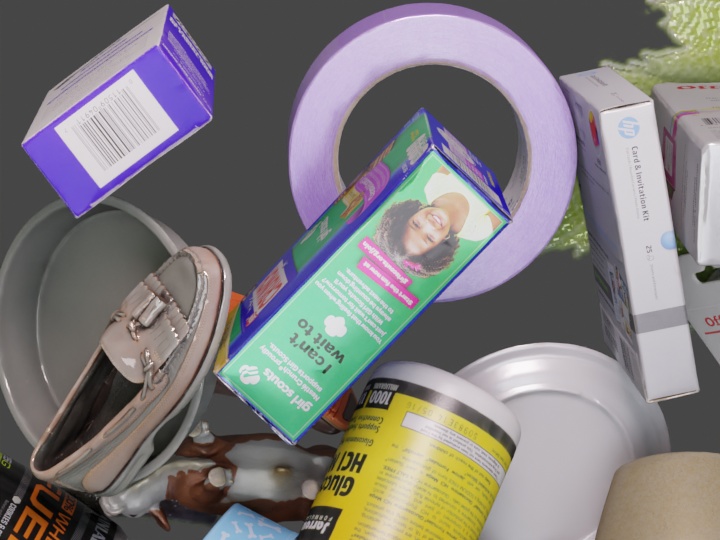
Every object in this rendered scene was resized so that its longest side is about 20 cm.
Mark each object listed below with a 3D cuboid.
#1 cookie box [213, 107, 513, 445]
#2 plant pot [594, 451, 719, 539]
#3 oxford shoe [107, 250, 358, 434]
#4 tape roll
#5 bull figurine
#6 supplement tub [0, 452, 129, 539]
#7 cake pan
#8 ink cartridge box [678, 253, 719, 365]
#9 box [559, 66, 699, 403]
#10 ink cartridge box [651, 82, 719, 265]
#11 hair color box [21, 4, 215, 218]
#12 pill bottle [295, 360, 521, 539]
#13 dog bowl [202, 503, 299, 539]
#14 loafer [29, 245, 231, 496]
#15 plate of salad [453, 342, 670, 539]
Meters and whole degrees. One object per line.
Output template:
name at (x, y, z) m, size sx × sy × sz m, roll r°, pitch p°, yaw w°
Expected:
cookie box at (0.000, 0.000, 1.427) m, size 0.075 × 0.171 × 0.200 m, roll 42°, pitch 98°, yaw -8°
plant pot at (0.227, 0.234, 1.513) m, size 0.186 × 0.188 × 0.201 m, roll 0°, pitch 67°, yaw -3°
oxford shoe at (-0.091, 0.060, 1.565) m, size 0.200 × 0.071 × 0.073 m, roll 37°, pitch 119°, yaw -5°
tape roll at (0.048, -0.082, 1.529) m, size 0.199 × 0.066 × 0.201 m, roll 0°, pitch 104°, yaw -2°
bull figurine at (-0.084, 0.146, 1.563) m, size 0.199 × 0.121 × 0.066 m, roll 1°, pitch 74°, yaw -10°
supplement tub at (-0.248, 0.204, 1.556) m, size 0.199 × 0.123 × 0.123 m, roll 33°, pitch 100°, yaw -10°
cake pan at (-0.172, 0.046, 1.511) m, size 0.199 × 0.037 × 0.202 m, roll 4°, pitch 96°, yaw 37°
ink cartridge box at (0.308, 0.046, 1.539) m, size 0.067 × 0.117 × 0.200 m, roll -44°, pitch 105°, yaw -28°
box at (0.182, -0.028, 1.502) m, size 0.041 × 0.156 × 0.201 m, roll -13°, pitch 104°, yaw -2°
ink cartridge box at (0.279, -0.068, 1.475) m, size 0.144 × 0.200 × 0.085 m, roll 0°, pitch 107°, yaw -2°
hair color box at (-0.155, -0.108, 1.443) m, size 0.109 × 0.200 × 0.065 m, roll -35°, pitch 105°, yaw 6°
pill bottle at (0.022, 0.171, 1.468) m, size 0.112 × 0.112 × 0.201 m, roll 28°, pitch 71°, yaw -9°
dog bowl at (-0.102, 0.221, 1.523) m, size 0.049 × 0.200 × 0.112 m, roll 38°, pitch 70°, yaw 4°
loafer at (-0.150, 0.068, 1.428) m, size 0.063 × 0.072 × 0.201 m, roll 7°, pitch 124°, yaw -40°
plate of salad at (0.125, 0.139, 1.591) m, size 0.199 × 0.048 × 0.201 m, roll -3°, pitch 113°, yaw -7°
